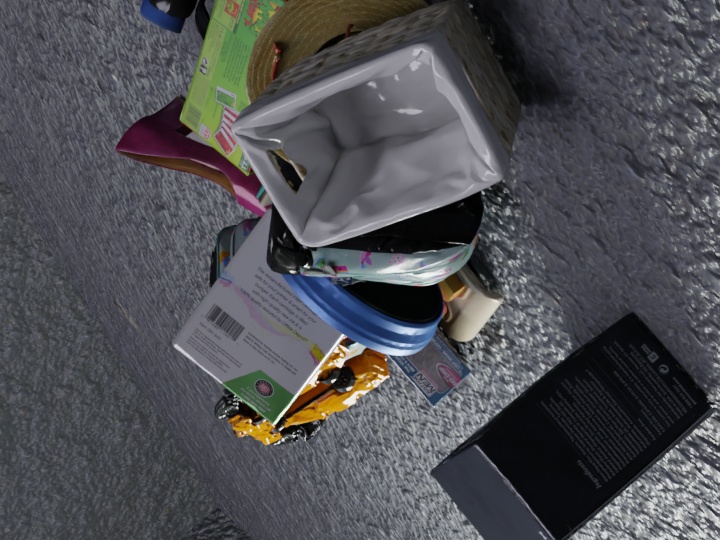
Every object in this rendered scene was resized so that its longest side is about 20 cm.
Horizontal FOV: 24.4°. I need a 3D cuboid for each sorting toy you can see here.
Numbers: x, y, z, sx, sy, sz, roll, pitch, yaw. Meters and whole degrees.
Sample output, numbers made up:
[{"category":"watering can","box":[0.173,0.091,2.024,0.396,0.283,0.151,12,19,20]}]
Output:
[{"category":"sorting toy","box":[0.062,-0.012,1.812,0.200,0.036,0.185,48,163,7]}]

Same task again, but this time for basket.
[{"category":"basket","box":[0.019,-0.126,1.374,0.200,0.123,0.136,-19,115,27]}]

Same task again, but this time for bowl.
[{"category":"bowl","box":[0.000,0.000,1.684,0.201,0.039,0.201,31,-154,-17]}]

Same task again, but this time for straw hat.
[{"category":"straw hat","box":[0.004,-0.178,1.492,0.201,0.201,0.085,53,-156,-6]}]

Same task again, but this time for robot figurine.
[{"category":"robot figurine","box":[-0.072,0.137,1.927,0.145,0.200,0.058,33,-144,-41]}]

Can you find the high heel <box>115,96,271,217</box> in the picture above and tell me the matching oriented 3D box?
[{"category":"high heel","box":[-0.179,-0.104,1.847,0.200,0.096,0.067,46,163,13]}]

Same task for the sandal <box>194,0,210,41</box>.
[{"category":"sandal","box":[-0.141,-0.232,1.733,0.075,0.048,0.201,130,126,-88]}]

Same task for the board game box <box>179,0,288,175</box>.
[{"category":"board game box","box":[-0.106,-0.205,1.646,0.102,0.048,0.200,39,131,20]}]

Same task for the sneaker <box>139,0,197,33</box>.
[{"category":"sneaker","box":[-0.209,-0.326,1.814,0.070,0.078,0.200,21,-161,-27]}]

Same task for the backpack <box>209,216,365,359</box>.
[{"category":"backpack","box":[-0.074,0.028,1.973,0.153,0.200,0.176,115,156,-63]}]

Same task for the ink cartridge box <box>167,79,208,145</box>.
[{"category":"ink cartridge box","box":[-0.128,-0.171,1.888,0.147,0.083,0.200,52,163,-8]}]

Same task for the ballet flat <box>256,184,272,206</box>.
[{"category":"ballet flat","box":[-0.038,-0.131,1.642,0.069,0.069,0.200,44,125,21]}]

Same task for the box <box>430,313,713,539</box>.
[{"category":"box","box":[0.193,0.162,1.560,0.124,0.197,0.200,49,163,5]}]

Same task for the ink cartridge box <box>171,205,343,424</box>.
[{"category":"ink cartridge box","box":[-0.084,0.040,1.797,0.145,0.200,0.084,38,-160,2]}]

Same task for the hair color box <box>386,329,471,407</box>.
[{"category":"hair color box","box":[0.070,0.094,1.883,0.100,0.061,0.200,48,-179,2]}]

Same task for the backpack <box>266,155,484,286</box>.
[{"category":"backpack","box":[0.016,-0.061,1.575,0.200,0.167,0.127,6,163,-4]}]
